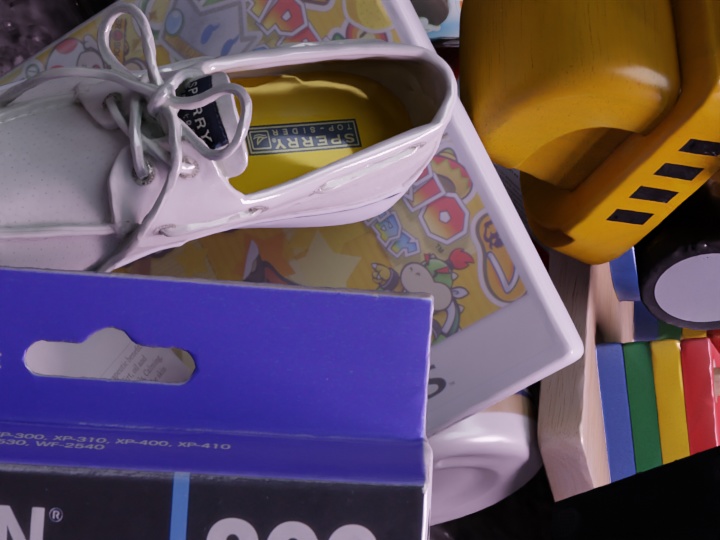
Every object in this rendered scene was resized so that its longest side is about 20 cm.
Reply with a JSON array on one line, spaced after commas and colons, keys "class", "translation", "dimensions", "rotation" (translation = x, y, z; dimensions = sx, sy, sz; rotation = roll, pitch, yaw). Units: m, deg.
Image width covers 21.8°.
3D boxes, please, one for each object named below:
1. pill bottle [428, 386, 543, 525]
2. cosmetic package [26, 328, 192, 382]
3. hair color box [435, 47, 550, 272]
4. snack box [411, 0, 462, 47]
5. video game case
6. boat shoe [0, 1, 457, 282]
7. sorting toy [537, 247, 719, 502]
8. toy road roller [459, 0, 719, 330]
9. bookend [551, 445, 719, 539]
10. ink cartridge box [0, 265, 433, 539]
[{"class": "pill bottle", "translation": [0.000, 0.000, 0.776], "dimensions": [0.110, 0.111, 0.202], "rotation": [8, 59, -43]}, {"class": "cosmetic package", "translation": [-0.148, 0.022, 0.626], "dimensions": [0.200, 0.085, 0.108], "rotation": [50, 40, -8]}, {"class": "hair color box", "translation": [0.075, -0.079, 0.949], "dimensions": [0.101, 0.061, 0.201], "rotation": [42, 42, -18]}, {"class": "snack box", "translation": [0.059, -0.165, 0.885], "dimensions": [0.198, 0.037, 0.117], "rotation": [-4, 91, -28]}, {"class": "video game case", "translation": [-0.040, -0.017, 0.695], "dimensions": [0.201, 0.181, 0.023], "rotation": [64, 17, 9]}, {"class": "boat shoe", "translation": [-0.057, -0.041, 0.585], "dimensions": [0.200, 0.086, 0.075], "rotation": [-8, 73, -24]}, {"class": "sorting toy", "translation": [0.134, 0.047, 0.835], "dimensions": [0.200, 0.069, 0.201], "rotation": [69, 23, -48]}, {"class": "toy road roller", "translation": [0.125, -0.081, 0.697], "dimensions": [0.145, 0.200, 0.124], "rotation": [20, 47, -23]}, {"class": "bookend", "translation": [0.164, 0.192, 0.651], "dimensions": [0.199, 0.092, 0.200], "rotation": [26, 55, -33]}, {"class": "ink cartridge box", "translation": [-0.078, 0.099, 0.537], "dimensions": [0.196, 0.043, 0.202], "rotation": [3, 87, -2]}]
